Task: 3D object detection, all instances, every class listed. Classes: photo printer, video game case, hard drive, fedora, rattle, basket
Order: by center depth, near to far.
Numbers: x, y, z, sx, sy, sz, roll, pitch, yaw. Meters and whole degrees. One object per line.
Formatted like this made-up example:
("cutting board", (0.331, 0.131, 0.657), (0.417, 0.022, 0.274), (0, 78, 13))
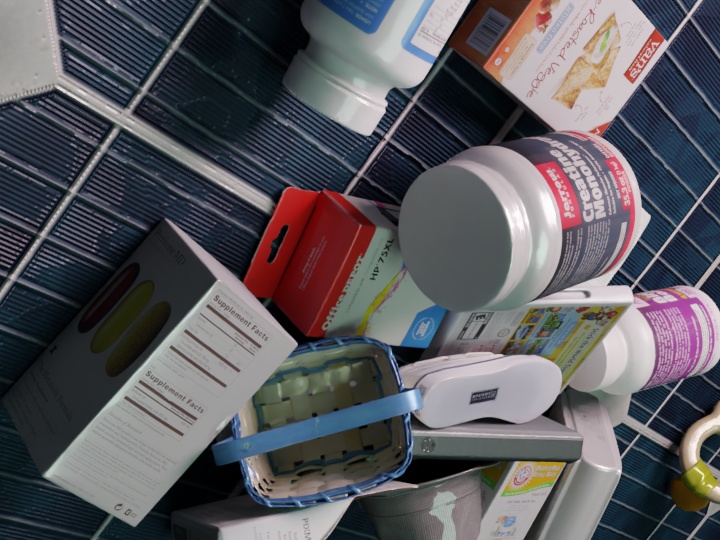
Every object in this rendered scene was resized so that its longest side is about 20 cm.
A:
("basket", (-0.031, 0.131, 1.044), (0.174, 0.141, 0.200), (-14, 172, 2))
("hard drive", (0.105, 0.160, 1.211), (0.198, 0.139, 0.033), (6, 95, -26))
("video game case", (0.156, 0.076, 1.218), (0.180, 0.023, 0.201), (0, 147, -17))
("fedora", (0.067, 0.247, 1.242), (0.175, 0.200, 0.091), (-14, 90, -9))
("photo printer", (0.240, 0.268, 1.439), (0.069, 0.167, 0.202), (17, 114, -6))
("rattle", (0.532, 0.248, 1.734), (0.202, 0.129, 0.143), (-67, 155, -18))

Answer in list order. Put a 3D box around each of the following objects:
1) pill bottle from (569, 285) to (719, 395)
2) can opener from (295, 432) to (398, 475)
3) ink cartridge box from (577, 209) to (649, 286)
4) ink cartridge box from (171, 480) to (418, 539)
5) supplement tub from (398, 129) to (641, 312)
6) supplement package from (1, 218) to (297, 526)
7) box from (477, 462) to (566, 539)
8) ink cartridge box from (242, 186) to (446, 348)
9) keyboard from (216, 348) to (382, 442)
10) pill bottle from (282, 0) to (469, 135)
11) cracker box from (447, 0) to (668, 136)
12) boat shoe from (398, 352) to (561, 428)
("pill bottle", (0.323, 0.083, 1.399), (0.198, 0.112, 0.113), (-8, 126, -37))
("can opener", (0.001, 0.186, 1.242), (0.199, 0.066, 0.053), (-7, 126, -44))
("ink cartridge box", (0.203, -0.010, 1.267), (0.162, 0.050, 0.201), (28, 96, -48))
("ink cartridge box", (-0.064, 0.236, 1.134), (0.198, 0.162, 0.051), (-6, 88, -24))
("supplement tub", (0.143, -0.044, 1.055), (0.199, 0.140, 0.142), (-16, 131, -45))
("supplement package", (-0.170, 0.081, 0.966), (0.200, 0.114, 0.109), (-48, 133, -1))
("box", (0.130, 0.260, 1.368), (0.101, 0.112, 0.201), (9, 114, -45))
("ink cartridge box", (0.000, 0.000, 1.089), (0.199, 0.067, 0.117), (8, 115, -44))
("keyboard", (-0.055, 0.122, 1.183), (0.199, 0.011, 0.057), (-28, 140, -21))
("pill bottle", (0.022, -0.210, 0.912), (0.112, 0.112, 0.201), (18, 108, -47))
("cracker box", (0.186, -0.207, 1.096), (0.199, 0.058, 0.134), (27, 102, -49))
("boat shoe", (0.115, 0.107, 1.173), (0.199, 0.065, 0.074), (5, 109, -41))
